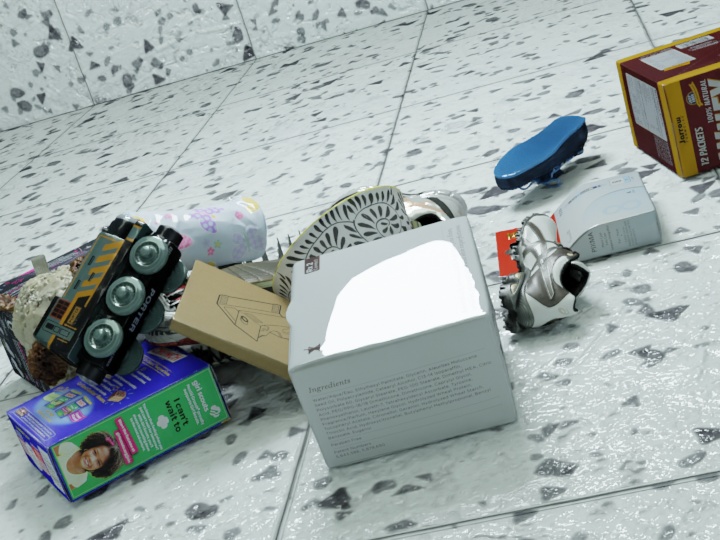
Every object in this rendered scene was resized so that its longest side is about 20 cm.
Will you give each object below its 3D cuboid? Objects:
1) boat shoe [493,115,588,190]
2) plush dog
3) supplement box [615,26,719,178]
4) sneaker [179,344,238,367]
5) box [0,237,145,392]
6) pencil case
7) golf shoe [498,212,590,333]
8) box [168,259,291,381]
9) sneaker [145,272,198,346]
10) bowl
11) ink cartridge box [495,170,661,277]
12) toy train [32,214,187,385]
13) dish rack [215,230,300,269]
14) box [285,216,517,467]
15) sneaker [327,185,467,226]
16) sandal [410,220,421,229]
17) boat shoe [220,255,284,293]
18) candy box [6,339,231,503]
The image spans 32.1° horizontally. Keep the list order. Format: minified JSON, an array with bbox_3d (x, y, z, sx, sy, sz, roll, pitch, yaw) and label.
[{"bbox_3d":[0.270,-0.155,1.787,0.200,0.069,0.084,-32,33,-32],"label":"boat shoe"},{"bbox_3d":[-0.365,0.051,1.517,0.172,0.160,0.200,-16,54,68],"label":"plush dog"},{"bbox_3d":[0.487,-0.240,1.722,0.197,0.133,0.200,-18,20,-1],"label":"supplement box"},{"bbox_3d":[-0.176,0.096,1.524,0.200,0.076,0.088,-3,37,48],"label":"sneaker"},{"bbox_3d":[-0.382,0.055,1.694,0.200,0.132,0.115,-29,26,-27],"label":"box"},{"bbox_3d":[-0.222,-0.045,1.656,0.200,0.091,0.083,-11,7,-33],"label":"pencil case"},{"bbox_3d":[0.218,0.001,1.417,0.094,0.078,0.200,-6,35,21],"label":"golf shoe"},{"bbox_3d":[-0.109,0.065,1.413,0.200,0.021,0.164,24,21,-8],"label":"box"},{"bbox_3d":[-0.228,0.038,1.477,0.078,0.082,0.200,-6,17,-33],"label":"sneaker"},{"bbox_3d":[0.000,0.000,1.521,0.201,0.094,0.201,-33,-21,-15],"label":"bowl"},{"bbox_3d":[0.265,-0.060,1.565,0.200,0.047,0.160,-13,21,9],"label":"ink cartridge box"},{"bbox_3d":[-0.279,0.029,1.405,0.114,0.085,0.200,21,74,22],"label":"toy train"},{"bbox_3d":[-0.099,-0.013,1.745,0.200,0.055,0.153,-17,21,1],"label":"dish rack"},{"bbox_3d":[0.039,0.068,1.260,0.200,0.131,0.199,-16,30,7],"label":"box"},{"bbox_3d":[0.045,-0.072,1.726,0.200,0.074,0.080,-3,29,14],"label":"sneaker"},{"bbox_3d":[0.094,-0.005,1.556,0.057,0.080,0.201,6,16,-17],"label":"sandal"},{"bbox_3d":[-0.110,0.023,1.600,0.201,0.066,0.072,-15,26,-34],"label":"boat shoe"},{"bbox_3d":[-0.273,0.161,1.405,0.200,0.077,0.169,-28,21,-23],"label":"candy box"}]
